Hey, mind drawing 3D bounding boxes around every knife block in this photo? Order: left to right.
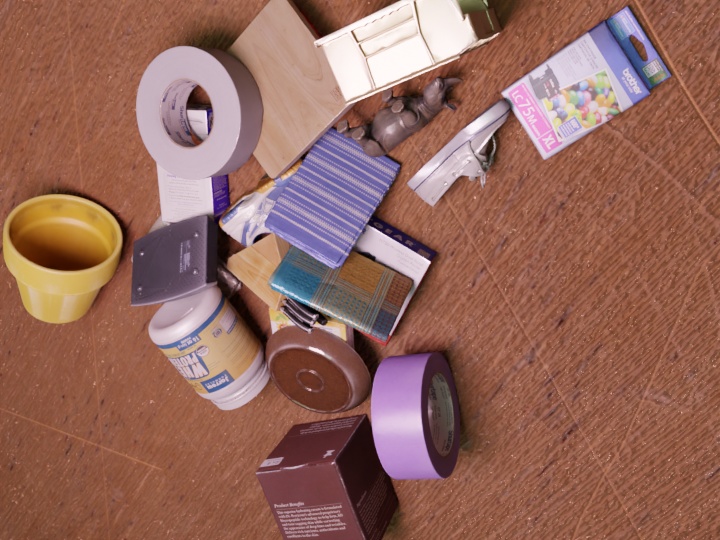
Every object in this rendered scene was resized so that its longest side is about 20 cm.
[{"bbox_3d":[-0.129,0.032,1.229,0.200,0.064,0.176,-24,75,43],"label":"knife block"}]

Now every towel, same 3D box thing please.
[{"bbox_3d":[-0.322,-0.002,1.370,0.200,0.034,0.133,43,116,1],"label":"towel"},{"bbox_3d":[-0.044,-0.116,1.167,0.144,0.024,0.200,30,76,9],"label":"towel"},{"bbox_3d":[-0.028,0.020,1.141,0.199,0.147,0.022,26,134,3],"label":"towel"}]

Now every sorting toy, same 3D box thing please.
[{"bbox_3d":[-0.116,-0.285,1.157,0.199,0.070,0.200,-39,84,28],"label":"sorting toy"}]

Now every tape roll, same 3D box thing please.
[{"bbox_3d":[-0.253,-0.246,1.157,0.199,0.066,0.201,7,106,25],"label":"tape roll"},{"bbox_3d":[0.094,0.237,1.205,0.085,0.200,0.201,-7,106,23],"label":"tape roll"}]

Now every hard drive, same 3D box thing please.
[{"bbox_3d":[-0.321,-0.011,1.281,0.199,0.042,0.136,-14,70,35],"label":"hard drive"}]

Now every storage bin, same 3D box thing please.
[{"bbox_3d":[0.074,-0.317,1.011,0.198,0.200,0.094,-17,103,25],"label":"storage bin"}]

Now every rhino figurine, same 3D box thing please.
[{"bbox_3d":[0.068,-0.236,1.113,0.200,0.087,0.060,-28,60,25],"label":"rhino figurine"}]

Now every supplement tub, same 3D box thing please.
[{"bbox_3d":[-0.262,0.135,1.313,0.144,0.145,0.200,-20,119,26],"label":"supplement tub"}]

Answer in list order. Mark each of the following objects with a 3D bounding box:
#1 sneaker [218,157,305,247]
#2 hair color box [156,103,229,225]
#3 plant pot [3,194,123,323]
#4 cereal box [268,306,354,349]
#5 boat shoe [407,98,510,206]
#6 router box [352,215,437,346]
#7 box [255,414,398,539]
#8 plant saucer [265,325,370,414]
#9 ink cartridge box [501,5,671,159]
[{"bbox_3d":[-0.146,-0.113,1.252,0.200,0.075,0.088,-34,111,29],"label":"sneaker"},{"bbox_3d":[-0.291,-0.183,1.276,0.109,0.065,0.201,8,113,19],"label":"hair color box"},{"bbox_3d":[-0.558,-0.007,1.378,0.200,0.201,0.189,33,131,6],"label":"plant pot"},{"bbox_3d":[-0.080,0.144,1.299,0.143,0.040,0.201,11,130,17],"label":"cereal box"},{"bbox_3d":[0.163,-0.163,1.104,0.086,0.075,0.202,47,122,-2],"label":"boat shoe"},{"bbox_3d":[0.000,0.000,1.239,0.199,0.049,0.180,30,117,8],"label":"router box"},{"bbox_3d":[-0.054,0.397,1.339,0.165,0.164,0.201,-13,103,25],"label":"box"},{"bbox_3d":[-0.080,0.182,1.279,0.199,0.035,0.201,12,130,15],"label":"plant saucer"},{"bbox_3d":[0.313,-0.259,1.033,0.200,0.042,0.120,-32,96,26],"label":"ink cartridge box"}]
